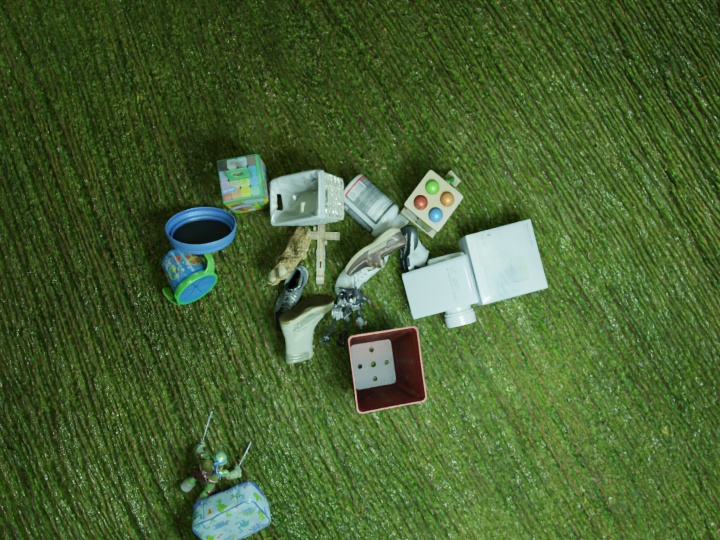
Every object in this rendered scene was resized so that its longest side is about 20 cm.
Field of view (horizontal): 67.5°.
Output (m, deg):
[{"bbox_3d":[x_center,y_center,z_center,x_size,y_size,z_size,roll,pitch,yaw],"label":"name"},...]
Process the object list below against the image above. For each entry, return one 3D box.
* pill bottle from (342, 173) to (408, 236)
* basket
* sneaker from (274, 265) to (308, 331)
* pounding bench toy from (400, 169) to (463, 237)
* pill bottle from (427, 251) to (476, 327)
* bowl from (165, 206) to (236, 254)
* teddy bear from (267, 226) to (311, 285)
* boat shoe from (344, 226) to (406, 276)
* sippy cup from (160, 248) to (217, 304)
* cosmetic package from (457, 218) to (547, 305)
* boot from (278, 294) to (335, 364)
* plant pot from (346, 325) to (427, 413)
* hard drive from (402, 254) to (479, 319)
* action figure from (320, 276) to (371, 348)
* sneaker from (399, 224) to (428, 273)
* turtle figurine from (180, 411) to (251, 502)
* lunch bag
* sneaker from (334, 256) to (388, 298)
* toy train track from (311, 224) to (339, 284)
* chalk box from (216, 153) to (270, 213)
[{"bbox_3d":[0.039,-0.175,1.578,0.200,0.114,0.114,42,87,2],"label":"pill bottle"},{"bbox_3d":[-0.149,-0.198,1.534,0.197,0.122,0.139,-3,86,38],"label":"basket"},{"bbox_3d":[-0.209,0.079,1.560,0.073,0.116,0.204,15,86,1],"label":"sneaker"},{"bbox_3d":[0.227,-0.221,1.560,0.123,0.156,0.201,37,87,2],"label":"pounding bench toy"},{"bbox_3d":[0.269,0.057,1.563,0.112,0.114,0.205,-13,87,-1],"label":"pill bottle"},{"bbox_3d":[-0.455,-0.115,1.548,0.196,0.202,0.040,4,127,0],"label":"bowl"},{"bbox_3d":[-0.200,-0.036,1.556,0.066,0.202,0.145,37,123,-16],"label":"teddy bear"},{"bbox_3d":[0.043,-0.037,1.497,0.199,0.072,0.073,-37,78,11],"label":"boat shoe"},{"bbox_3d":[-0.506,0.005,1.564,0.177,0.140,0.131,-36,76,-14],"label":"sippy cup"},{"bbox_3d":[0.410,-0.021,1.566,0.196,0.123,0.204,-14,87,-2],"label":"cosmetic package"},{"bbox_3d":[-0.148,0.170,1.570,0.071,0.198,0.158,19,123,39],"label":"boot"},{"bbox_3d":[0.055,0.268,1.508,0.195,0.176,0.205,-7,87,-13],"label":"plant pot"},{"bbox_3d":[0.222,0.048,1.509,0.197,0.025,0.135,-18,85,28],"label":"hard drive"},{"bbox_3d":[-0.038,0.126,1.542,0.117,0.102,0.203,19,106,-17],"label":"action figure"},{"bbox_3d":[0.154,-0.065,1.548,0.079,0.202,0.074,-25,56,-12],"label":"sneaker"},{"bbox_3d":[-0.418,0.563,1.551,0.142,0.201,0.195,28,112,-26],"label":"turtle figurine"},{"bbox_3d":[-0.360,0.689,1.511,0.197,0.083,0.163,-25,126,0],"label":"lunch bag"},{"bbox_3d":[0.000,0.000,1.584,0.200,0.081,0.077,-44,89,-1],"label":"sneaker"},{"bbox_3d":[-0.119,-0.062,1.611,0.112,0.033,0.205,1,87,0],"label":"toy train track"},{"bbox_3d":[-0.331,-0.249,1.538,0.122,0.200,0.127,-9,86,0],"label":"chalk box"}]
